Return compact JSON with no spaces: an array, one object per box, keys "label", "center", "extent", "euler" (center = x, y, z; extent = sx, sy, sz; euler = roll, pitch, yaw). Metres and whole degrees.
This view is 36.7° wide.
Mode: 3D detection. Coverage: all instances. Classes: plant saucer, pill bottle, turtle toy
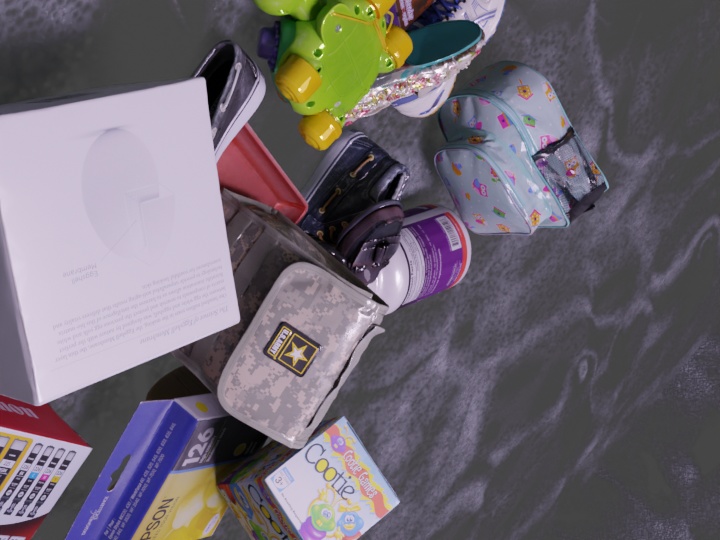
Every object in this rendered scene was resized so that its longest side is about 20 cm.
[{"label":"plant saucer","center":[-0.156,-0.038,1.082],"extent":[0.200,0.037,0.200],"euler":[-51,153,-7]},{"label":"pill bottle","center":[0.043,-0.011,1.340],"extent":[0.199,0.112,0.114],"euler":[-19,137,-47]},{"label":"turtle toy","center":[-0.040,-0.219,0.996],"extent":[0.146,0.101,0.201],"euler":[-48,151,-12]}]

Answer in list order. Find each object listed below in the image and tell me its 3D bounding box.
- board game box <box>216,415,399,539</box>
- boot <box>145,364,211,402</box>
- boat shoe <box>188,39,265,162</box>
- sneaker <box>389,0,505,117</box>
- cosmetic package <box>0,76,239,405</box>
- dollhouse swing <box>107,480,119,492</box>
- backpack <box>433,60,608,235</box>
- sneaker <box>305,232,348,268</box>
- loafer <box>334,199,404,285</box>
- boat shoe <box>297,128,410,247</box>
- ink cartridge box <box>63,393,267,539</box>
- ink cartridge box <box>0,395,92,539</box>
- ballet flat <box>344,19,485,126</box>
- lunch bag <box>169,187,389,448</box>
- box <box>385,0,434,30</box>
[{"label":"board game box","center":[-0.060,0.230,1.117],"extent":[0.102,0.106,0.200],"euler":[-35,-179,-24]},{"label":"boot","center":[-0.175,0.177,1.253],"extent":[0.199,0.072,0.157],"euler":[-22,140,-50]},{"label":"boat shoe","center":[-0.156,-0.112,0.958],"extent":[0.200,0.073,0.068],"euler":[-53,156,-4]},{"label":"sneaker","center":[0.090,-0.261,1.182],"extent":[0.088,0.075,0.202],"euler":[8,113,-58]},{"label":"cosmetic package","center":[-0.213,-0.031,0.833],"extent":[0.198,0.122,0.204],"euler":[-21,109,-46]},{"label":"dollhouse swing","center":[-0.290,0.366,1.265],"extent":[0.180,0.178,0.200],"euler":[-28,154,16]},{"label":"backpack","center":[0.179,-0.145,1.321],"extent":[0.152,0.175,0.202],"euler":[-31,106,-22]},{"label":"sneaker","center":[-0.054,0.063,1.138],"extent":[0.076,0.113,0.203],"euler":[-9,110,-54]},{"label":"loafer","center":[0.000,0.000,1.188],"extent":[0.071,0.064,0.200],"euler":[-8,153,-35]},{"label":"boat shoe","center":[-0.029,-0.052,1.206],"extent":[0.202,0.090,0.071],"euler":[-59,152,7]},{"label":"ink cartridge box","center":[-0.193,0.218,1.158],"extent":[0.199,0.047,0.199],"euler":[-2,128,-57]},{"label":"ink cartridge box","center":[-0.340,0.153,0.951],"extent":[0.177,0.083,0.200],"euler":[-55,152,0]},{"label":"ballet flat","center":[0.036,-0.203,1.126],"extent":[0.197,0.076,0.064],"euler":[-20,143,-7]},{"label":"lunch bag","center":[-0.085,0.048,1.036],"extent":[0.165,0.199,0.117],"euler":[-57,152,8]},{"label":"box","center":[0.057,-0.353,1.068],"extent":[0.137,0.039,0.201],"euler":[-47,151,-16]}]
